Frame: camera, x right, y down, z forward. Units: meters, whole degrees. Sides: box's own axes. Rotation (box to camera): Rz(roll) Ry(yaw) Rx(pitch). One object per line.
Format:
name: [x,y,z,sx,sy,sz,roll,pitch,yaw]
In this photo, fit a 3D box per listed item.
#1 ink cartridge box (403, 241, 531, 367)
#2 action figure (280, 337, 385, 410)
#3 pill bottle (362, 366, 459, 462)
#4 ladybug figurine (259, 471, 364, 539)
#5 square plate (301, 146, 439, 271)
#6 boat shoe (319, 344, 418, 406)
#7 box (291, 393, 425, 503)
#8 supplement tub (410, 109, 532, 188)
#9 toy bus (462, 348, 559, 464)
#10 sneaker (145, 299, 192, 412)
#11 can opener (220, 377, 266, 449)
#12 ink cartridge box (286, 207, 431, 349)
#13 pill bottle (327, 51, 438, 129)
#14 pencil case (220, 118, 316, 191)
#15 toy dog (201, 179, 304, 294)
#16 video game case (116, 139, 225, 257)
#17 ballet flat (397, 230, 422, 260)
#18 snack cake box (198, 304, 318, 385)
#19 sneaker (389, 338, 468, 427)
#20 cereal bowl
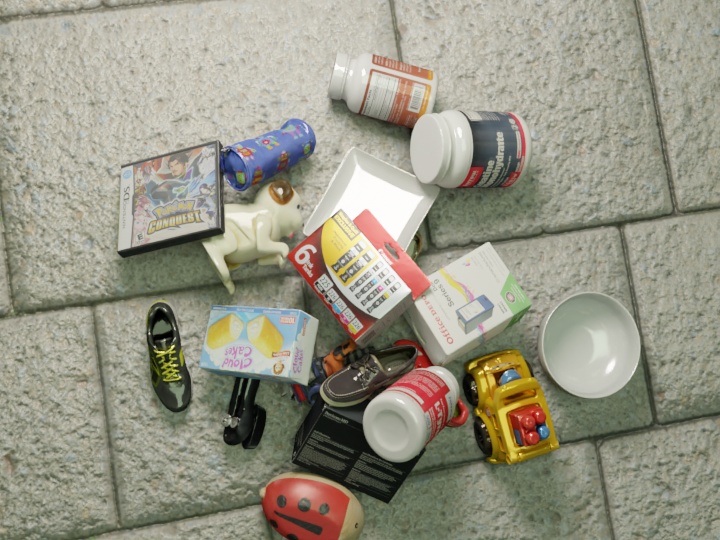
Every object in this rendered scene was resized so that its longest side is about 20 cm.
ink cartridge box: [0.190,0.064,1.486,0.197,0.088,0.147,-27,73,-17]
action figure: [-0.053,0.207,1.480,0.189,0.105,0.204,-14,115,-4]
pill bottle: [0.094,0.233,1.363,0.110,0.199,0.115,7,105,27]
ladybug figurine: [-0.088,0.432,1.425,0.196,0.072,0.138,18,106,0]
square plate: [0.020,-0.108,1.509,0.197,0.029,0.200,27,76,15]
boat shoe: [0.018,0.173,1.393,0.197,0.065,0.072,-15,52,-32]
box: [-0.003,0.304,1.425,0.197,0.079,0.142,26,119,-12]
supplement tub: [0.206,-0.225,1.500,0.196,0.140,0.144,-4,84,-25]
toy bus: [0.279,0.248,1.458,0.133,0.192,0.204,-14,85,-8]
sneaker: [-0.347,0.152,1.427,0.073,0.085,0.204,-14,86,-9]
can opener: [-0.207,0.219,1.462,0.062,0.078,0.205,1,78,31]
ink cartridge box: [0.000,0.000,1.418,0.175,0.084,0.201,-40,73,-3]
pill bottle: [0.040,-0.344,1.523,0.196,0.112,0.115,14,82,-6]
pencil case: [-0.169,-0.211,1.452,0.086,0.079,0.199,30,41,24]
toy dog: [-0.194,-0.080,1.463,0.198,0.140,0.195,-30,70,-11]
video game case: [-0.335,-0.128,1.424,0.196,0.026,0.184,-12,63,11]
ballet flat: [0.050,0.001,1.511,0.070,0.065,0.202,33,81,-8]
snack cake box: [-0.178,0.128,1.405,0.196,0.067,0.117,1,72,30]
sneaker: [0.133,0.203,1.490,0.077,0.085,0.201,-42,93,-20]
cereal bowl: [0.426,0.143,1.544,0.195,0.083,0.205,1,84,-9]
